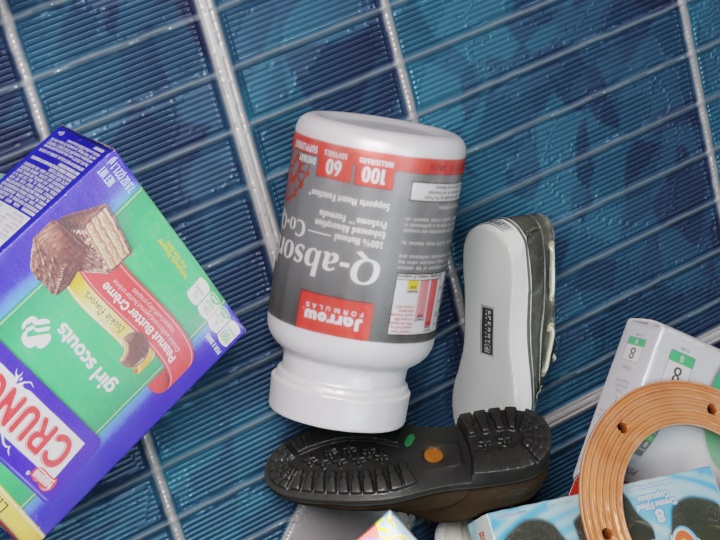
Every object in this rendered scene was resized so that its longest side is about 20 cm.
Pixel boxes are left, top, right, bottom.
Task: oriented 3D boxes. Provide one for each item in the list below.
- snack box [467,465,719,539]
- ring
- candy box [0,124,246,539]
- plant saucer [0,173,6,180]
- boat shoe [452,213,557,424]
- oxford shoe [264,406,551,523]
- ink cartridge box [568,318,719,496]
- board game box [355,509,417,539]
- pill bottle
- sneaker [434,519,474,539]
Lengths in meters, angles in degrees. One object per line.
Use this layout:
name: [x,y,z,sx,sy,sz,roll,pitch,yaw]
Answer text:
snack box: [0.183,0.215,1.321,0.200,0.037,0.116,-8,73,-28]
ring: [0.242,0.176,1.333,0.200,0.019,0.201,9,65,-21]
candy box: [-0.196,0.041,1.137,0.200,0.077,0.169,-45,126,-16]
plant saucer: [-0.265,0.033,1.147,0.070,0.019,0.200,11,96,-32]
boat shoe: [0.114,0.057,1.335,0.064,0.071,0.200,-13,115,-37]
oxford shoe: [0.033,0.150,1.292,0.200,0.073,0.084,-1,139,2]
ink cartridge box: [0.241,0.155,1.407,0.161,0.050,0.200,23,83,-32]
board game box: [-0.017,0.276,1.265,0.200,0.103,0.105,-41,164,-6]
pill bottle: [0.000,0.000,1.230,0.116,0.116,0.200,3,101,-30]
sneaker: [0.136,0.251,1.357,0.081,0.075,0.200,-42,88,27]
